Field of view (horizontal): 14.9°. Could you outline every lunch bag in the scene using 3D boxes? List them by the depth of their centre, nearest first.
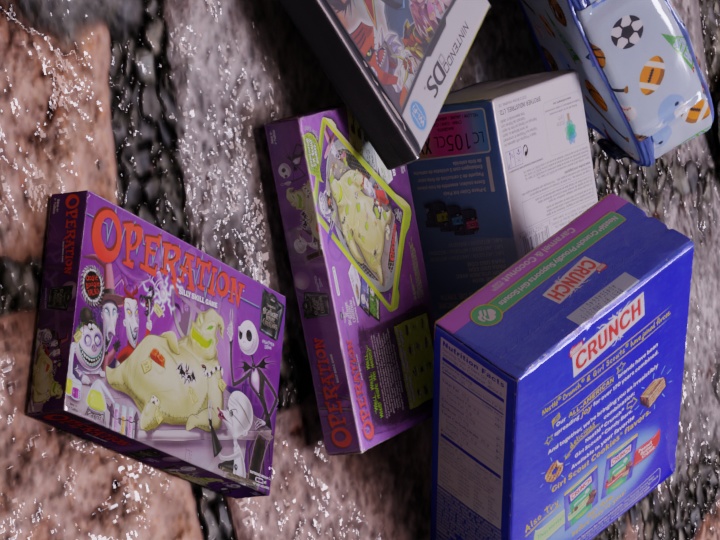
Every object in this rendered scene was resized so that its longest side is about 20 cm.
[{"bbox_3d":[0.158,-0.169,1.877,0.076,0.160,0.200,-32,125,-9],"label":"lunch bag"}]

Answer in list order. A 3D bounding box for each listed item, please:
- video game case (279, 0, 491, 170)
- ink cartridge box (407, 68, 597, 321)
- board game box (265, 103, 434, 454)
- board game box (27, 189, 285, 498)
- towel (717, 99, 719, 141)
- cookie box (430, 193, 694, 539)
[{"bbox_3d":[0.001,-0.190,1.665,0.200,0.025,0.181,57,34,-24],"label":"video game case"},{"bbox_3d":[0.099,-0.021,1.803,0.136,0.076,0.200,-23,104,-58],"label":"ink cartridge box"},{"bbox_3d":[0.000,0.000,1.658,0.120,0.032,0.200,-21,103,-64],"label":"board game box"},{"bbox_3d":[-0.105,0.044,1.484,0.200,0.032,0.120,29,56,-55],"label":"board game box"},{"bbox_3d":[0.352,-0.106,2.296,0.200,0.048,0.171,-55,135,-49],"label":"towel"},{"bbox_3d":[0.124,0.080,1.713,0.171,0.075,0.200,-34,142,-33],"label":"cookie box"}]
